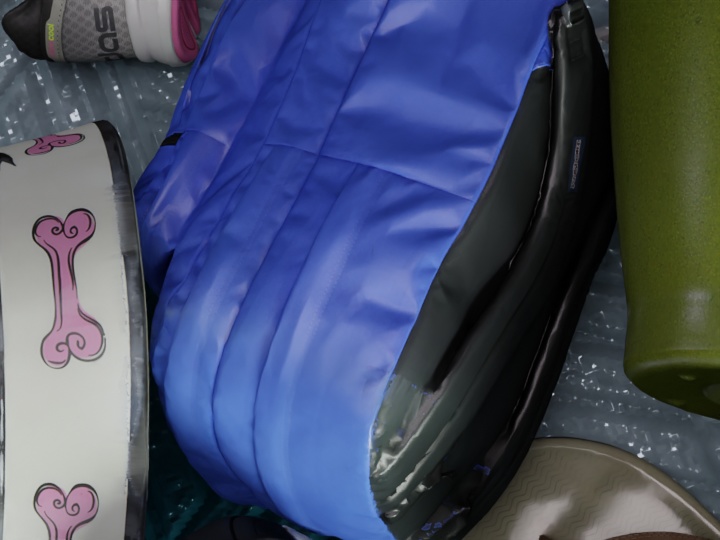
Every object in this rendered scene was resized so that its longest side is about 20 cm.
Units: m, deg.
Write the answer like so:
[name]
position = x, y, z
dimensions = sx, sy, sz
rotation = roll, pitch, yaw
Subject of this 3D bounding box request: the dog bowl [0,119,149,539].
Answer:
[dog bowl]
position = -0.128, 0.044, 1.002
dimensions = 0.074, 0.200, 0.200
rotation = -1, 78, -14

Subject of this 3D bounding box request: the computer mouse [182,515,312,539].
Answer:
[computer mouse]
position = -0.052, 0.151, 0.986
dimensions = 0.140, 0.200, 0.046
rotation = -45, 59, 6

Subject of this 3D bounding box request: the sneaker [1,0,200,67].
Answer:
[sneaker]
position = -0.127, -0.174, 1.113
dimensions = 0.087, 0.074, 0.200
rotation = -12, 82, 2

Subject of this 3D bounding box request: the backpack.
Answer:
[backpack]
position = 0.000, 0.000, 1.008
dimensions = 0.168, 0.163, 0.200
rotation = 12, 72, 25

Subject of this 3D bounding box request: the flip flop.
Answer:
[flip flop]
position = 0.120, 0.133, 1.016
dimensions = 0.200, 0.058, 0.081
rotation = 41, 89, 15

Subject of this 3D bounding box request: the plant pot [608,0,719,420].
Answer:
[plant pot]
position = 0.170, -0.043, 0.960
dimensions = 0.200, 0.200, 0.193
rotation = 8, 78, 12
